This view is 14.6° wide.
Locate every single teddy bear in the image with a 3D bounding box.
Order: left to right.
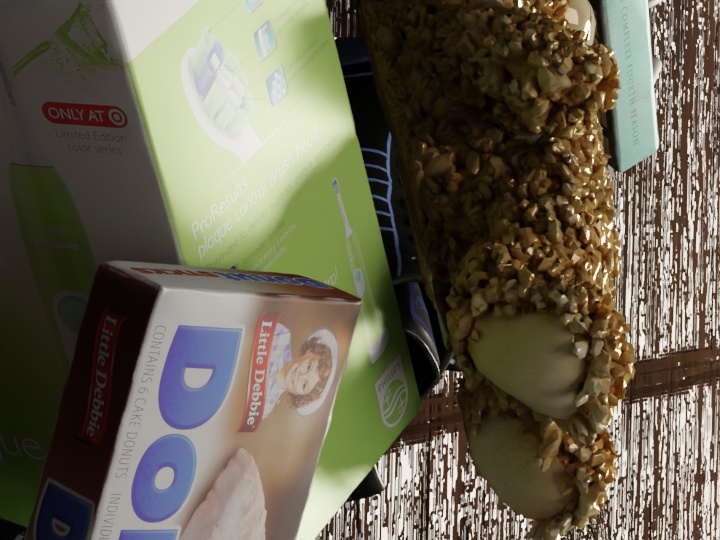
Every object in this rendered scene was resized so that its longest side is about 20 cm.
[{"bbox_3d":[0.046,-0.023,0.793,0.200,0.067,0.145,-103,-177,-53],"label":"teddy bear"}]

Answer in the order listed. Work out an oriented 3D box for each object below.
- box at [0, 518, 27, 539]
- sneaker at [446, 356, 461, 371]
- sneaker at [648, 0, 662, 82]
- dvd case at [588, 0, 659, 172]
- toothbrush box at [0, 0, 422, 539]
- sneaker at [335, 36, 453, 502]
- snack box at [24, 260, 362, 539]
[{"bbox_3d":[-0.122,0.187,0.718,0.160,0.044,0.200,-53,157,-51],"label":"box"},{"bbox_3d":[0.037,-0.004,1.108,0.200,0.076,0.091,3,80,-72],"label":"sneaker"},{"bbox_3d":[0.062,-0.137,1.064,0.079,0.130,0.199,-59,142,-48],"label":"sneaker"},{"bbox_3d":[0.025,-0.137,0.911,0.022,0.200,0.146,-31,138,-19],"label":"dvd case"},{"bbox_3d":[-0.082,-0.029,0.727,0.086,0.146,0.200,-47,135,-44],"label":"toothbrush box"},{"bbox_3d":[0.000,0.000,0.915,0.070,0.078,0.200,67,35,-43],"label":"sneaker"},{"bbox_3d":[-0.056,0.097,0.668,0.072,0.024,0.200,5,104,-49],"label":"snack box"}]
